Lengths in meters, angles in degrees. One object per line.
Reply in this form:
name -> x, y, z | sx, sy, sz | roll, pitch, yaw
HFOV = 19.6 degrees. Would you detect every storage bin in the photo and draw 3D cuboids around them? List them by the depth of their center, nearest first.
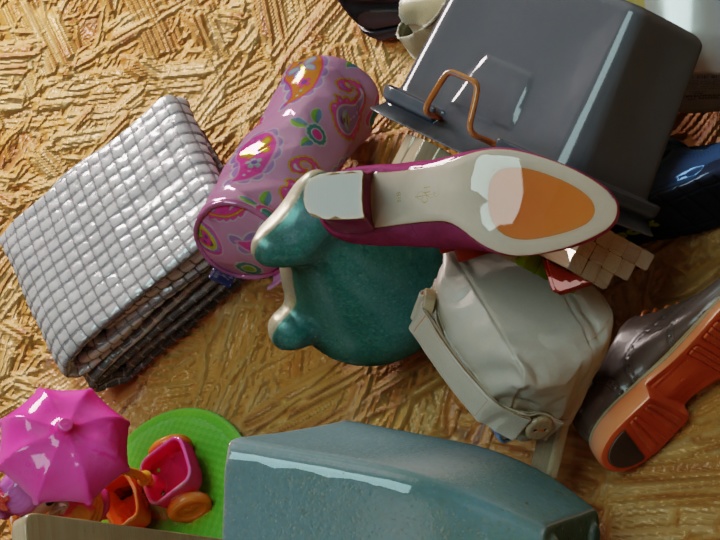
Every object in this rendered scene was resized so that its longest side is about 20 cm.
storage bin -> 0.119, -0.128, 1.385 | 0.200, 0.146, 0.134 | 29, 98, 43

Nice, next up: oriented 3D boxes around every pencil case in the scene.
pencil case -> -0.054, -0.076, 1.566 | 0.087, 0.087, 0.200 | -6, 39, 31

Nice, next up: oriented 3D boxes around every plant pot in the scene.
plant pot -> 0.042, 0.206, 1.327 | 0.200, 0.196, 0.196 | 3, 91, 23

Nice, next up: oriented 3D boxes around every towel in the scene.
towel -> -0.177, -0.022, 1.666 | 0.200, 0.086, 0.166 | -40, 51, 13

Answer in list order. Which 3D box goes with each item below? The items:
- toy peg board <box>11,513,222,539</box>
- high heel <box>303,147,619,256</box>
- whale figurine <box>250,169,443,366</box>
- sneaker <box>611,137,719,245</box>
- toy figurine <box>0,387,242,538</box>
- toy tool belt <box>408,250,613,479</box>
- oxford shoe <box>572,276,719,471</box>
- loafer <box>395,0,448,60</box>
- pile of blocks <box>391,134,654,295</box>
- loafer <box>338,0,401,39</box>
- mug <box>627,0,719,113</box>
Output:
toy peg board -> -0.170, 0.288, 1.444 | 0.098, 0.199, 0.200 | -30, 58, 40
high heel -> 0.068, -0.038, 1.316 | 0.200, 0.096, 0.067 | -3, 85, 15
whale figurine -> 0.000, 0.000, 1.466 | 0.104, 0.200, 0.159 | 40, 89, 28
sneaker -> 0.193, -0.064, 1.453 | 0.200, 0.074, 0.082 | -15, 59, 25
toy figurine -> -0.208, 0.158, 1.533 | 0.200, 0.184, 0.150 | -33, 54, 16
toy tool belt -> 0.087, 0.039, 1.415 | 0.125, 0.123, 0.200 | -17, 47, -20
oxford shoe -> 0.214, 0.040, 1.392 | 0.200, 0.071, 0.073 | -45, 47, 8
loafer -> 0.066, -0.199, 1.523 | 0.068, 0.200, 0.076 | 24, 64, 1
pile of blocks -> 0.095, -0.024, 1.362 | 0.200, 0.082, 0.062 | 29, 92, 37
loafer -> 0.065, -0.233, 1.605 | 0.200, 0.063, 0.072 | -18, 55, 35
mug -> 0.222, -0.191, 1.467 | 0.187, 0.149, 0.153 | -19, 65, 50
